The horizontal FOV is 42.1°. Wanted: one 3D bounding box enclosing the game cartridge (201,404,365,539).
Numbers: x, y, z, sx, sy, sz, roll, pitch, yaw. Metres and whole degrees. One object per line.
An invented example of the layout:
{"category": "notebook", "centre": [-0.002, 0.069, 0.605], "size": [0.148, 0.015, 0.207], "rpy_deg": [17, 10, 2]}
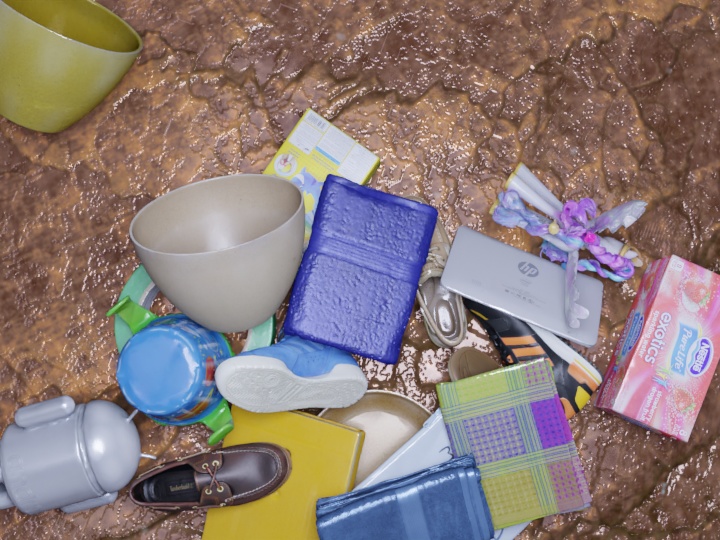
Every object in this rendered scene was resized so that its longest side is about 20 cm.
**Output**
{"category": "game cartridge", "centre": [-0.096, 0.270, 1.135], "size": [0.174, 0.032, 0.202], "rpy_deg": [13, 90, 21]}

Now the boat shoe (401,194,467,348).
{"category": "boat shoe", "centre": [0.091, -0.002, 1.169], "size": [0.071, 0.065, 0.202], "rpy_deg": [-20, 85, -1]}

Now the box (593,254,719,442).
{"category": "box", "centre": [0.375, 0.095, 1.141], "size": [0.102, 0.095, 0.202], "rpy_deg": [24, 85, 2]}

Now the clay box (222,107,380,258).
{"category": "clay box", "centre": [-0.076, -0.089, 1.189], "size": [0.114, 0.048, 0.201], "rpy_deg": [35, 87, 4]}

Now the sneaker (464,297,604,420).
{"category": "sneaker", "centre": [0.199, 0.107, 1.155], "size": [0.199, 0.070, 0.090], "rpy_deg": [36, 84, 3]}

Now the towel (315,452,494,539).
{"category": "towel", "centre": [0.050, 0.289, 1.070], "size": [0.198, 0.049, 0.113], "rpy_deg": [-16, 105, -8]}

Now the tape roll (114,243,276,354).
{"category": "tape roll", "centre": [-0.206, 0.068, 1.176], "size": [0.198, 0.048, 0.203], "rpy_deg": [0, 85, 0]}

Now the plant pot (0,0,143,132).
{"category": "plant pot", "centre": [-0.389, -0.258, 1.154], "size": [0.199, 0.200, 0.143], "rpy_deg": [33, 112, 4]}

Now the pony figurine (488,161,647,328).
{"category": "pony figurine", "centre": [0.254, -0.044, 1.118], "size": [0.199, 0.193, 0.167], "rpy_deg": [33, 109, 6]}

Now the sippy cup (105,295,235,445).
{"category": "sippy cup", "centre": [-0.220, 0.115, 1.082], "size": [0.176, 0.130, 0.141], "rpy_deg": [14, 85, 2]}

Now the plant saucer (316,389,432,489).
{"category": "plant saucer", "centre": [0.019, 0.249, 1.161], "size": [0.198, 0.035, 0.203], "rpy_deg": [0, 84, 1]}

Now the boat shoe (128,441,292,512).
{"category": "boat shoe", "centre": [-0.181, 0.251, 1.115], "size": [0.198, 0.070, 0.071], "rpy_deg": [-18, 76, 16]}

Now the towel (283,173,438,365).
{"category": "towel", "centre": [0.000, 0.000, 1.115], "size": [0.146, 0.050, 0.202], "rpy_deg": [18, 79, -8]}

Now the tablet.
{"category": "tablet", "centre": [0.202, 0.015, 1.150], "size": [0.198, 0.014, 0.131], "rpy_deg": [23, 40, 2]}

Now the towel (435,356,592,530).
{"category": "towel", "centre": [0.177, 0.207, 1.090], "size": [0.142, 0.023, 0.202], "rpy_deg": [-16, 102, 11]}

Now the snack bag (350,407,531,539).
{"category": "snack bag", "centre": [0.088, 0.290, 1.121], "size": [0.188, 0.021, 0.201], "rpy_deg": [-40, 105, -8]}

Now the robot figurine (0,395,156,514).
{"category": "robot figurine", "centre": [-0.352, 0.224, 1.129], "size": [0.198, 0.113, 0.171], "rpy_deg": [-16, 125, 0]}

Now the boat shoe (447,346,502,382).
{"category": "boat shoe", "centre": [0.167, 0.183, 1.147], "size": [0.200, 0.072, 0.072], "rpy_deg": [49, 63, -4]}

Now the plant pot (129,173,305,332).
{"category": "plant pot", "centre": [-0.152, -0.009, 1.082], "size": [0.198, 0.201, 0.136], "rpy_deg": [-9, 119, 0]}

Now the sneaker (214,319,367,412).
{"category": "sneaker", "centre": [-0.094, 0.104, 1.117], "size": [0.198, 0.112, 0.077], "rpy_deg": [5, 126, -33]}
